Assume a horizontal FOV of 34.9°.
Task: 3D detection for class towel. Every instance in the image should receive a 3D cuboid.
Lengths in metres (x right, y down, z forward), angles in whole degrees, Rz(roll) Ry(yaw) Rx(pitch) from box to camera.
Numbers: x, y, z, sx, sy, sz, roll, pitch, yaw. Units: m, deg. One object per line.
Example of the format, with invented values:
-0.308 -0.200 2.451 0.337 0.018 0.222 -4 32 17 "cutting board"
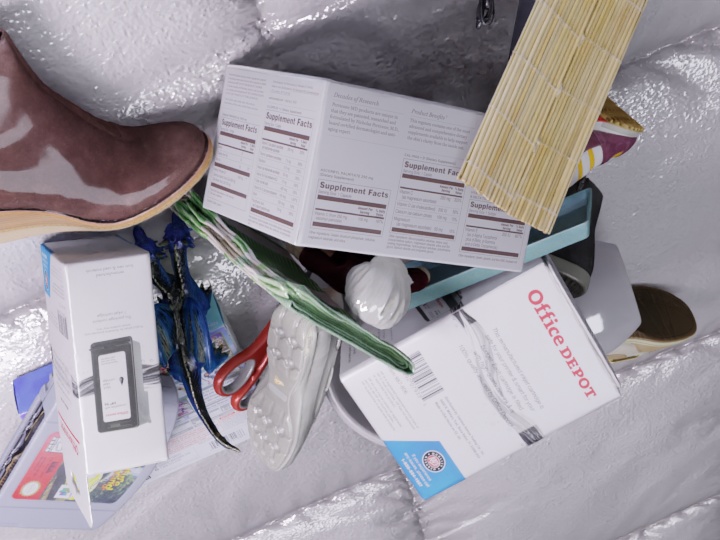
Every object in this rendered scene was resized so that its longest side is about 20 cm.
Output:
-0.057 0.004 0.894 0.152 0.200 0.024 34 92 -44 "towel"

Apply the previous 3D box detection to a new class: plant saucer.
0.102 -0.012 0.951 0.198 0.070 0.019 -24 110 23 "plant saucer"

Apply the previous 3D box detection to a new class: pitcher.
0.162 0.028 1.118 0.198 0.122 0.172 -18 136 10 "pitcher"

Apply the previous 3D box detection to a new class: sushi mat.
0.140 -0.133 0.821 0.095 0.012 0.202 29 83 -36 "sushi mat"

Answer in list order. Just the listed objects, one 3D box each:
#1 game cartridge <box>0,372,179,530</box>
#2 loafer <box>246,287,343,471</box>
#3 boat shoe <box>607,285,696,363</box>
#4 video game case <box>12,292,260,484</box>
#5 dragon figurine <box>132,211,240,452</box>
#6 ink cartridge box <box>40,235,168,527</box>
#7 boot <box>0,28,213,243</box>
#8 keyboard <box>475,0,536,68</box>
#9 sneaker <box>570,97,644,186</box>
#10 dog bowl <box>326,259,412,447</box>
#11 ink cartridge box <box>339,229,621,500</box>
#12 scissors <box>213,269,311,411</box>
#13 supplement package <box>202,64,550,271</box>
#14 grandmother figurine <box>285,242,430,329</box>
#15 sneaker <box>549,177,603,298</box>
-0.249 0.166 1.030 0.132 0.041 0.201 8 130 -40 "game cartridge"
-0.055 0.101 1.037 0.069 0.070 0.202 -25 145 -41 "loafer"
0.279 0.066 1.263 0.198 0.075 0.067 -1 149 -25 "boat shoe"
-0.196 0.125 1.077 0.198 0.046 0.182 -23 142 -4 "video game case"
-0.147 0.055 0.945 0.058 0.203 0.099 -10 172 4 "dragon figurine"
-0.199 0.082 0.892 0.067 0.116 0.203 -7 101 -23 "ink cartridge box"
-0.211 -0.097 0.792 0.198 0.073 0.167 -19 143 -3 "boot"
0.133 -0.211 0.823 0.126 0.021 0.203 2 104 -32 "keyboard"
0.166 -0.104 0.964 0.199 0.075 0.091 -10 139 -53 "sneaker"
0.051 0.085 1.080 0.197 0.059 0.202 4 120 7 "dog bowl"
0.102 0.081 0.985 0.198 0.084 0.145 -29 110 12 "ink cartridge box"
-0.066 0.042 1.045 0.201 0.014 0.073 -55 145 2 "scissors"
0.009 -0.076 0.849 0.198 0.155 0.112 7 99 -34 "supplement package"
0.000 0.000 0.915 0.120 0.200 0.061 2 104 -11 "grandmother figurine"
0.124 -0.058 1.040 0.198 0.107 0.075 24 155 -14 "sneaker"
